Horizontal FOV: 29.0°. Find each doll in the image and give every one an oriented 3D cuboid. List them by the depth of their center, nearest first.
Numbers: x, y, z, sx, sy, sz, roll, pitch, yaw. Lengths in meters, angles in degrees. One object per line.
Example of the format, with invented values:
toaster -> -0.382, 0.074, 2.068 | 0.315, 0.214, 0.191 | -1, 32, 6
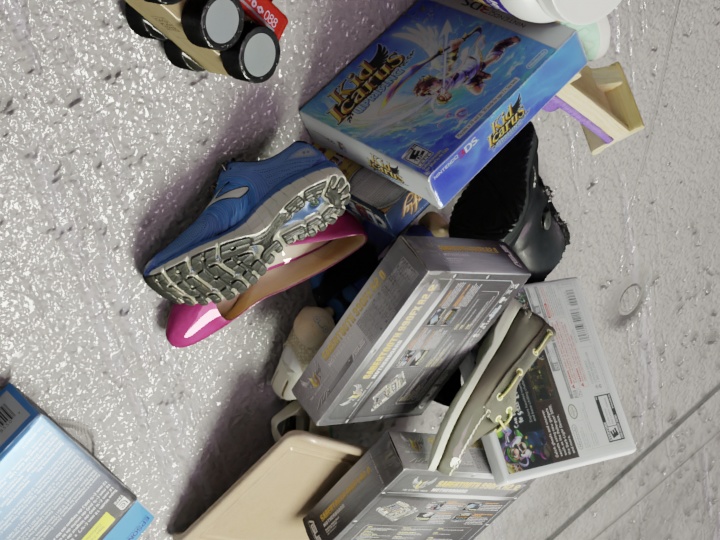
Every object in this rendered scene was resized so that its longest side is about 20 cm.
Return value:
doll -> 0.000, 0.000, 1.362 | 0.137, 0.048, 0.200 | 50, 61, -15

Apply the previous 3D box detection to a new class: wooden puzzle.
wooden puzzle -> -0.068, 0.228, 1.419 | 0.200, 0.037, 0.185 | -41, 143, 23

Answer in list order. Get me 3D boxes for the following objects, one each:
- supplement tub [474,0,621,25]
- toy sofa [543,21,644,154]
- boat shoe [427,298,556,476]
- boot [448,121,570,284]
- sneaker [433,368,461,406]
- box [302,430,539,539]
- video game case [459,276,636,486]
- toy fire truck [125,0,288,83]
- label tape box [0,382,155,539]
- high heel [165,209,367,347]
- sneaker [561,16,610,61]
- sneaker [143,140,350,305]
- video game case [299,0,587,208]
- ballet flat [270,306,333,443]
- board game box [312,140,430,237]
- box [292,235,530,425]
supplement tub -> 0.137, -0.304, 1.233 | 0.145, 0.200, 0.146 | -22, 127, -33
toy sofa -> 0.202, -0.181, 1.405 | 0.097, 0.083, 0.200 | -27, 157, 23
boat shoe -> 0.129, 0.120, 1.364 | 0.202, 0.060, 0.072 | -59, 178, -27
boot -> 0.163, -0.037, 1.467 | 0.169, 0.076, 0.201 | 65, 34, -41
sneaker -> 0.080, 0.054, 1.477 | 0.070, 0.078, 0.201 | -29, 131, -29
box -> 0.063, 0.234, 1.434 | 0.199, 0.048, 0.159 | 9, 133, -40
video game case -> 0.186, 0.112, 1.457 | 0.181, 0.023, 0.201 | -7, 73, -33
toy fire truck -> -0.099, -0.270, 1.098 | 0.176, 0.128, 0.201 | 38, 73, -48
label tape box -> -0.289, 0.212, 1.224 | 0.143, 0.066, 0.200 | -48, 140, -12
high heel -> -0.086, 0.011, 1.278 | 0.200, 0.096, 0.068 | -41, 135, -20
sneaker -> 0.180, -0.258, 1.409 | 0.118, 0.074, 0.201 | -38, 145, -1
sneaker -> -0.108, -0.045, 1.245 | 0.199, 0.089, 0.079 | -33, 142, -1
video game case -> 0.073, -0.167, 1.265 | 0.200, 0.181, 0.046 | -45, 135, -16
ballet flat -> -0.060, 0.131, 1.399 | 0.062, 0.067, 0.201 | -19, 125, -26
board game box -> 0.053, -0.132, 1.301 | 0.200, 0.135, 0.035 | -44, 136, -15
box -> 0.048, 0.058, 1.315 | 0.158, 0.048, 0.200 | 1, 132, -47
